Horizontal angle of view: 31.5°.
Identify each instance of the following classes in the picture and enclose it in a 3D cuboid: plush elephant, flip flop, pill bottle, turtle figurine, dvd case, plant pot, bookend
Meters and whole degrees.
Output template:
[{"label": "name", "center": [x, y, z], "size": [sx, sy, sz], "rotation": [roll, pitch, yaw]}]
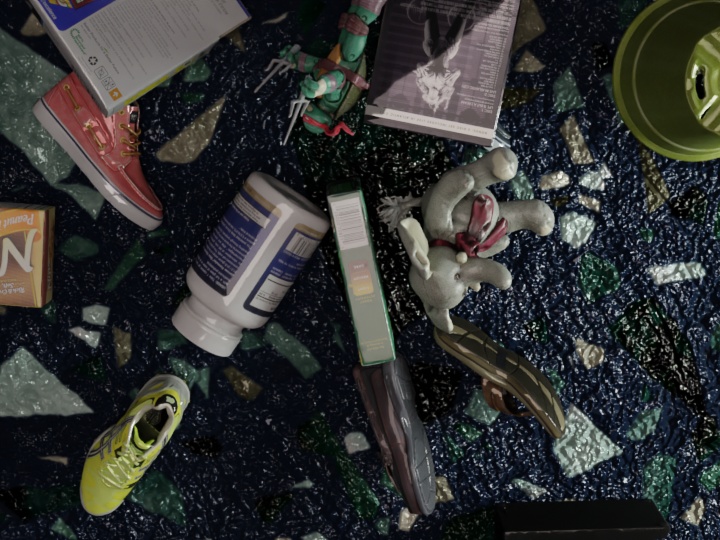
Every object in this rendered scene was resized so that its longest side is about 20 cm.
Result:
[{"label": "plush elephant", "center": [0.112, -0.026, 1.440], "size": [0.199, 0.165, 0.156], "rotation": [-9, 59, 17]}, {"label": "flip flop", "center": [0.163, 0.132, 1.519], "size": [0.200, 0.081, 0.058], "rotation": [36, 115, -4]}, {"label": "pill bottle", "center": [-0.132, -0.004, 1.474], "size": [0.111, 0.111, 0.200], "rotation": [34, 98, -5]}, {"label": "turtle figurine", "center": [-0.037, -0.229, 1.429], "size": [0.100, 0.150, 0.201], "rotation": [24, 96, -30]}, {"label": "dvd case", "center": [0.094, -0.249, 1.415], "size": [0.148, 0.016, 0.201], "rotation": [12, 97, 8]}, {"label": "plant pot", "center": [0.391, -0.211, 1.397], "size": [0.199, 0.190, 0.201], "rotation": [0, 101, 1]}, {"label": "bookend", "center": [0.266, 0.389, 1.552], "size": [0.199, 0.092, 0.200], "rotation": [-2, 102, -1]}]

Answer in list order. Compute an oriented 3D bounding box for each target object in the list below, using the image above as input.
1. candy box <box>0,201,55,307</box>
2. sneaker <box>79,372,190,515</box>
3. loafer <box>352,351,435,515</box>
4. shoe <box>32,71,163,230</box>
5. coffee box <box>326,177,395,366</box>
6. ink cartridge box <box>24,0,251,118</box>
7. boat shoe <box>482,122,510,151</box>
[{"label": "candy box", "center": [-0.465, -0.024, 1.499], "size": [0.199, 0.055, 0.116], "rotation": [4, 100, -1]}, {"label": "sneaker", "center": [-0.280, 0.212, 1.530], "size": [0.075, 0.076, 0.200], "rotation": [31, 100, -7]}, {"label": "loafer", "center": [0.042, 0.199, 1.540], "size": [0.063, 0.072, 0.201], "rotation": [-12, 94, 22]}, {"label": "shoe", "center": [-0.279, -0.146, 1.469], "size": [0.091, 0.071, 0.200], "rotation": [-41, 94, 10]}, {"label": "coffee box", "center": [0.000, 0.000, 1.469], "size": [0.044, 0.123, 0.201], "rotation": [-12, 101, 1]}, {"label": "ink cartridge box", "center": [-0.260, -0.308, 1.434], "size": [0.200, 0.047, 0.198], "rotation": [-35, 92, -18]}, {"label": "boat shoe", "center": [0.120, -0.224, 1.453], "size": [0.091, 0.071, 0.200], "rotation": [-44, 95, 11]}]
